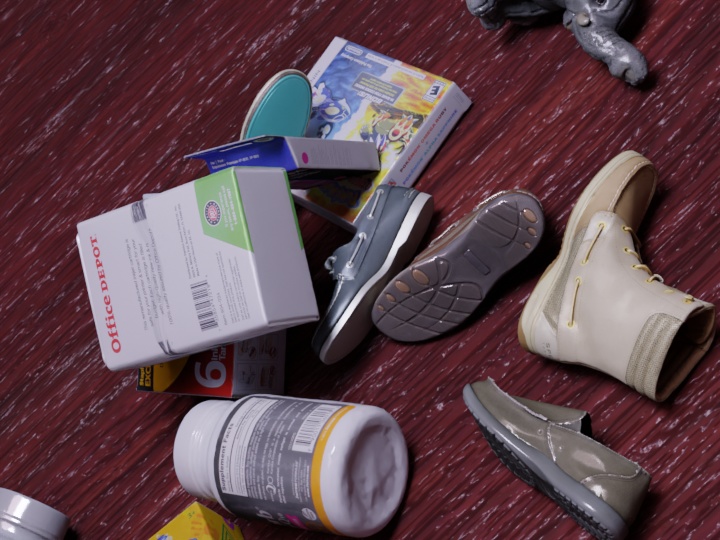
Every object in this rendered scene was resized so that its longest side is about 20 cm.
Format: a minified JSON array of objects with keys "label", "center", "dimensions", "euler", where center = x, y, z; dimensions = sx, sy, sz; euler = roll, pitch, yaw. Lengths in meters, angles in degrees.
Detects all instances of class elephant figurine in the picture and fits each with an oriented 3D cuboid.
[{"label":"elephant figurine","center":[0.217,-0.283,1.403],"dimensions":[0.200,0.155,0.141],"euler":[15,27,31]}]

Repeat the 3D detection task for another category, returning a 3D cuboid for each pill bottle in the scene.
[{"label":"pill bottle","center":[-0.366,0.323,1.417],"dimensions":[0.111,0.111,0.200],"euler":[7,66,39]},{"label":"pill bottle","center":[-0.066,0.172,1.294],"dimensions":[0.200,0.116,0.116],"euler":[1,62,38]}]

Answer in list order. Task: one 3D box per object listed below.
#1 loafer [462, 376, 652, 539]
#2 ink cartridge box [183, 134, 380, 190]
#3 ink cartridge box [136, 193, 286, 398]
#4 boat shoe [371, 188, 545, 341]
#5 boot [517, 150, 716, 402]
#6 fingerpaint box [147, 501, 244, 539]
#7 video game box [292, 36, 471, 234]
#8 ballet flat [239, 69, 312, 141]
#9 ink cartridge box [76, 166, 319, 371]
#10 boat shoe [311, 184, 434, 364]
[{"label":"loafer","center":[0.163,0.146,1.182],"dimensions":[0.070,0.075,0.200],"euler":[-42,49,-10]},{"label":"ink cartridge box","center":[-0.071,-0.103,1.372],"dimensions":[0.095,0.200,0.037],"euler":[-11,85,30]},{"label":"ink cartridge box","center":[-0.164,0.024,1.437],"dimensions":[0.175,0.084,0.200],"euler":[-1,87,37]},{"label":"boat shoe","center":[0.095,-0.005,1.336],"dimensions":[0.200,0.076,0.072],"euler":[-37,12,23]},{"label":"boot","center":[0.239,0.002,1.211],"dimensions":[0.155,0.073,0.200],"euler":[22,77,44]},{"label":"fingerpaint box","center":[-0.179,0.338,1.294],"dimensions":[0.200,0.073,0.167],"euler":[-39,46,9]},{"label":"video game box","center":[-0.008,-0.143,1.513],"dimensions":[0.200,0.047,0.182],"euler":[29,83,44]},{"label":"ballet flat","center":[-0.104,-0.115,1.492],"dimensions":[0.069,0.069,0.200],"euler":[25,100,44]},{"label":"ink cartridge box","center":[-0.152,0.000,1.318],"dimensions":[0.200,0.084,0.146],"euler":[-16,84,34]},{"label":"boat shoe","center":[0.000,0.000,1.381],"dimensions":[0.062,0.073,0.200],"euler":[25,69,17]}]
